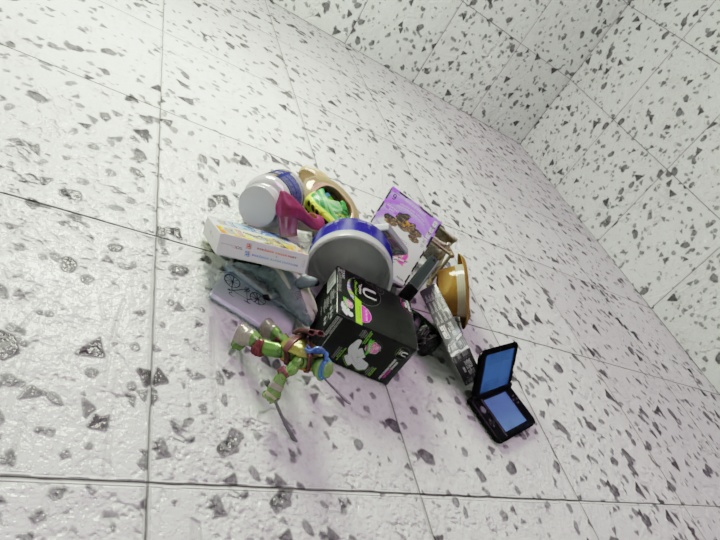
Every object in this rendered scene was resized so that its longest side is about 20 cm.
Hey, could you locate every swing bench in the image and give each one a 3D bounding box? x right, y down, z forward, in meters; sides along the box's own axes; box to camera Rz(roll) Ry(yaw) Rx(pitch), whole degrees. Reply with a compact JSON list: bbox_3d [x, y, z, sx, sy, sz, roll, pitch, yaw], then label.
[{"bbox_3d":[0.174,-0.094,1.607,0.197,0.131,0.201,35,30,-3],"label":"swing bench"}]

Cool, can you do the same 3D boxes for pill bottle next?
[{"bbox_3d":[-0.206,-0.164,1.265,0.118,0.121,0.200,36,18,-2],"label":"pill bottle"}]

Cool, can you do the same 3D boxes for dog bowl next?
[{"bbox_3d":[-0.024,-0.009,1.209,0.196,0.202,0.080,29,30,-14],"label":"dog bowl"}]

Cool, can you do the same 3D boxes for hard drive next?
[{"bbox_3d":[0.120,0.050,1.345,0.033,0.141,0.200,40,30,5],"label":"hard drive"}]

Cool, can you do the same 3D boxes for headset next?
[{"bbox_3d":[0.143,0.139,1.297,0.123,0.095,0.200,41,19,6],"label":"headset"}]

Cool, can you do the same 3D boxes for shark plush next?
[{"bbox_3d":[-0.167,0.029,1.104,0.198,0.090,0.085,37,59,-13],"label":"shark plush"}]

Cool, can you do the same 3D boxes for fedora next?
[{"bbox_3d":[0.248,0.057,1.481,0.079,0.205,0.203,-3,35,4],"label":"fedora"}]

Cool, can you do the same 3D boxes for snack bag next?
[{"bbox_3d":[-0.203,0.045,1.123,0.186,0.022,0.201,35,31,-8],"label":"snack bag"}]

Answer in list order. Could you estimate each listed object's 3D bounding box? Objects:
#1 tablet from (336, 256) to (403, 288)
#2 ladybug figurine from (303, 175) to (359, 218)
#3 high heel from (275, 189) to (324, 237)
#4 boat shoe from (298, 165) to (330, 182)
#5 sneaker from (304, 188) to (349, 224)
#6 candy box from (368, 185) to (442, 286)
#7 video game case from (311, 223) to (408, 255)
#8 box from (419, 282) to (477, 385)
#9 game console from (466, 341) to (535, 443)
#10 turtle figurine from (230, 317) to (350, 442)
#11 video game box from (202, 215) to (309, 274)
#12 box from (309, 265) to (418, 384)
[{"bbox_3d":[0.000,0.000,1.339,0.196,0.014,0.129,25,-6,-22],"label":"tablet"},{"bbox_3d":[-0.086,-0.160,1.446,0.134,0.072,0.202,-33,81,-29],"label":"ladybug figurine"},{"bbox_3d":[-0.132,-0.135,1.226,0.065,0.099,0.199,6,13,24],"label":"high heel"},{"bbox_3d":[-0.104,-0.214,1.525,0.199,0.072,0.064,42,30,4],"label":"boat shoe"},{"bbox_3d":[-0.049,-0.128,1.361,0.200,0.074,0.084,44,66,-3],"label":"sneaker"},{"bbox_3d":[0.093,-0.085,1.441,0.166,0.203,0.071,34,-8,-5],"label":"candy box"},{"bbox_3d":[0.000,-0.064,1.294,0.143,0.194,0.019,42,49,-58],"label":"video game case"},{"bbox_3d":[0.219,0.155,1.324,0.159,0.049,0.203,57,8,-50],"label":"box"},{"bbox_3d":[0.351,0.286,1.303,0.197,0.117,0.178,-2,48,-47],"label":"game console"},{"bbox_3d":[-0.133,0.180,0.967,0.191,0.204,0.144,28,53,30],"label":"turtle figurine"},{"bbox_3d":[-0.215,-0.054,1.101,0.177,0.048,0.199,11,9,-26],"label":"video game box"},{"bbox_3d":[0.004,0.116,1.148,0.196,0.125,0.151,26,33,-21],"label":"box"}]
